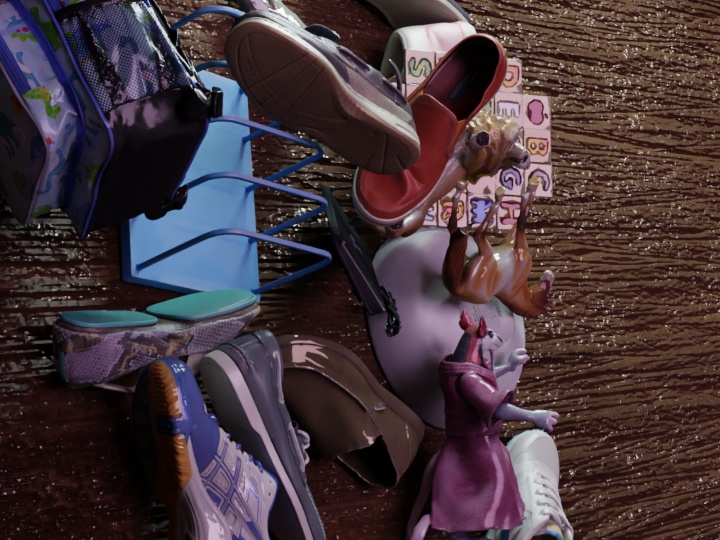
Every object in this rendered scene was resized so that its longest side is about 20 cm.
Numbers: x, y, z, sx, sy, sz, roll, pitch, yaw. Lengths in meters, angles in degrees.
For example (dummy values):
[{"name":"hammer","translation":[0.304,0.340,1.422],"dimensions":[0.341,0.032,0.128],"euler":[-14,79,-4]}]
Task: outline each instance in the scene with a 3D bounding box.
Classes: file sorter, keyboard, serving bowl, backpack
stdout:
[{"name":"file sorter","translation":[-0.107,-0.092,1.259],"dimensions":[0.138,0.122,0.203],"euler":[13,65,-44]},{"name":"keyboard","translation":[0.000,0.000,1.336],"dimensions":[0.128,0.020,0.200],"euler":[58,5,-15]},{"name":"serving bowl","translation":[0.096,0.047,1.473],"dimensions":[0.199,0.065,0.203],"euler":[23,58,-42]},{"name":"backpack","translation":[-0.211,-0.144,1.120],"dimensions":[0.145,0.183,0.202],"euler":[-18,72,-25]}]

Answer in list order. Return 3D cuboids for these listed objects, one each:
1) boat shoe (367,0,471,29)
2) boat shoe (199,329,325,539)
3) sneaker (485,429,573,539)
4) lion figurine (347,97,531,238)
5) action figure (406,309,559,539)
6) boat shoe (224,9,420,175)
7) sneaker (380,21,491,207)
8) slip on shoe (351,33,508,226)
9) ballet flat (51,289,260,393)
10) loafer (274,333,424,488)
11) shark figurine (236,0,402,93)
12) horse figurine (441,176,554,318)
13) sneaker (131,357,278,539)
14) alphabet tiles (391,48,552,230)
[{"name":"boat shoe","translation":[0.040,-0.291,1.547],"dimensions":[0.199,0.072,0.064],"euler":[26,59,-34]},{"name":"boat shoe","translation":[-0.061,0.140,1.225],"dimensions":[0.062,0.072,0.202],"euler":[-34,114,-29]},{"name":"sneaker","translation":[0.164,0.236,1.459],"dimensions":[0.076,0.080,0.202],"euler":[41,47,-27]},{"name":"lion figurine","translation":[0.070,-0.085,1.428],"dimensions":[0.199,0.123,0.073],"euler":[-35,76,-8]},{"name":"action figure","translation":[0.096,0.135,1.380],"dimensions":[0.134,0.147,0.203],"euler":[-121,-157,-83]},{"name":"boat shoe","translation":[-0.029,-0.148,1.228],"dimensions":[0.199,0.072,0.065],"euler":[31,41,-33]},{"name":"sneaker","translation":[0.066,-0.145,1.522],"dimensions":[0.103,0.075,0.203],"euler":[-2,86,-30]},{"name":"slip on shoe","translation":[0.059,-0.127,1.344],"dimensions":[0.074,0.061,0.201],"euler":[37,81,8]},{"name":"ballet flat","translation":[-0.158,0.057,1.196],"dimensions":[0.199,0.072,0.073],"euler":[-8,80,-49]},{"name":"loafer","translation":[-0.016,0.120,1.308],"dimensions":[0.199,0.076,0.068],"euler":[35,44,-34]},{"name":"shark figurine","translation":[-0.032,-0.161,1.391],"dimensions":[0.090,0.214,0.128],"euler":[-51,151,-3]},{"name":"horse figurine","translation":[0.122,-0.016,1.419],"dimensions":[0.199,0.049,0.134],"euler":[-8,112,-55]},{"name":"sneaker","translation":[-0.110,0.154,1.169],"dimensions":[0.087,0.075,0.203],"euler":[-21,106,-30]},{"name":"alphabet tiles","translation":[0.101,-0.124,1.492],"dimensions":[0.197,0.006,0.169],"euler":[2,85,-27]}]
